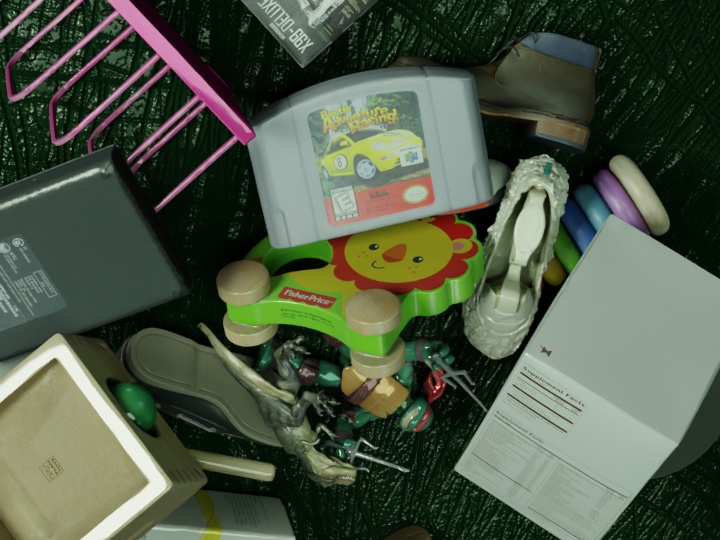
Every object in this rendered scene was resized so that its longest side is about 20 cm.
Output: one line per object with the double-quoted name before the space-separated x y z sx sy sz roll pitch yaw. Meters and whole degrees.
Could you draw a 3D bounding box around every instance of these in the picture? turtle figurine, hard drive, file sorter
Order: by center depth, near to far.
"hard drive" -0.254 -0.007 1.272 0.200 0.033 0.140 -19 122 13
"file sorter" -0.205 -0.158 1.278 0.125 0.139 0.200 -41 115 5
"turtle figurine" 0.007 0.107 1.462 0.200 0.101 0.150 34 93 -11

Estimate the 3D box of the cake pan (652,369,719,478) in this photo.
"cake pan" 0.286 0.124 1.576 0.200 0.037 0.200 -5 112 -13

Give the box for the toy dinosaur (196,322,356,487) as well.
"toy dinosaur" -0.065 0.110 1.403 0.200 0.047 0.088 51 132 1

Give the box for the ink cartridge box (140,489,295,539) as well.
"ink cartridge box" -0.174 0.285 1.492 0.200 0.083 0.145 8 108 -17

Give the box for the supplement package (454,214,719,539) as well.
"supplement package" 0.211 0.101 1.390 0.147 0.191 0.200 32 142 7

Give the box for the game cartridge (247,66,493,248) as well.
"game cartridge" 0.007 -0.102 1.346 0.200 0.041 0.133 -14 111 -3

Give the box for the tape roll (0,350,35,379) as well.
"tape roll" -0.366 0.022 1.347 0.200 0.066 0.200 -5 113 -12

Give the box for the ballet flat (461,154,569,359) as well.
"ballet flat" 0.135 -0.006 1.409 0.072 0.072 0.200 7 111 -17

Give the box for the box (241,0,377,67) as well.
"box" -0.057 -0.294 1.312 0.158 0.050 0.200 -42 115 5

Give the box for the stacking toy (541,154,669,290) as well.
"stacking toy" 0.183 -0.023 1.471 0.200 0.085 0.085 -32 116 4

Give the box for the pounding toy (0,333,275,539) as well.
"pounding toy" -0.212 0.159 1.306 0.200 0.142 0.184 -40 79 5

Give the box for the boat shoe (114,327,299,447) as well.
"boat shoe" -0.140 0.113 1.459 0.200 0.073 0.063 28 145 -28

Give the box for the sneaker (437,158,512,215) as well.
"sneaker" 0.042 -0.107 1.403 0.201 0.067 0.108 -6 115 -10

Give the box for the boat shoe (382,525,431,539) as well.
"boat shoe" -0.007 0.331 1.564 0.200 0.072 0.065 -31 116 -8

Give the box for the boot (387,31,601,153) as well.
"boot" 0.123 -0.179 1.406 0.200 0.075 0.097 18 88 -21

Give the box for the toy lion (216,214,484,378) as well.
"toy lion" 0.000 0.000 1.390 0.200 0.192 0.069 12 132 23
